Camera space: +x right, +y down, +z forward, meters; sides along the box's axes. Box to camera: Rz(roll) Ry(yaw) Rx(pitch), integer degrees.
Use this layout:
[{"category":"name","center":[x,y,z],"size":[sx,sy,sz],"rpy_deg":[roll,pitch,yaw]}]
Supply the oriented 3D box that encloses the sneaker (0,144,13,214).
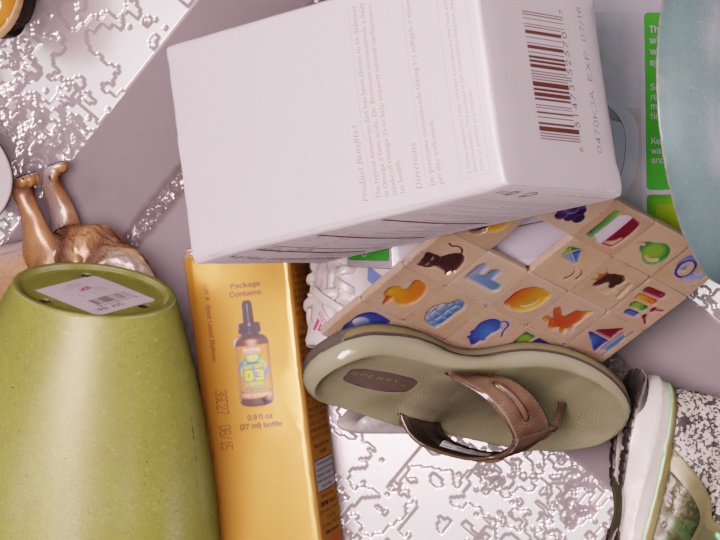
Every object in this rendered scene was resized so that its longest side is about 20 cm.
[{"category":"sneaker","center":[-0.290,-0.104,1.564],"size":[0.076,0.115,0.201],"rpy_deg":[-44,80,20]}]

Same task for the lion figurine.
[{"category":"lion figurine","center":[-0.215,0.009,1.646],"size":[0.200,0.072,0.123],"rpy_deg":[-14,97,21]}]

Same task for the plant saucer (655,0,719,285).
[{"category":"plant saucer","center":[0.214,-0.092,1.516],"size":[0.036,0.200,0.200],"rpy_deg":[-3,91,26]}]

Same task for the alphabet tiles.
[{"category":"alphabet tiles","center":[0.081,0.023,1.525],"size":[0.200,0.167,0.008],"rpy_deg":[-40,45,27]}]

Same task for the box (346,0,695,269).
[{"category":"box","center":[0.096,-0.090,1.553],"size":[0.200,0.097,0.177],"rpy_deg":[0,91,-17]}]

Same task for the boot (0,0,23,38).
[{"category":"boot","center":[-0.273,-0.224,1.540],"size":[0.071,0.144,0.201],"rpy_deg":[-35,62,23]}]

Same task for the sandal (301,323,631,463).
[{"category":"sandal","center":[0.060,0.079,1.533],"size":[0.201,0.057,0.080],"rpy_deg":[9,135,-27]}]

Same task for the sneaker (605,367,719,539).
[{"category":"sneaker","center":[0.189,0.159,1.593],"size":[0.088,0.077,0.200],"rpy_deg":[4,95,-3]}]

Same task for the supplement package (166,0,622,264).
[{"category":"supplement package","center":[0.016,-0.077,1.407],"size":[0.200,0.117,0.117],"rpy_deg":[-12,83,35]}]

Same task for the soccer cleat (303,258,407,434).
[{"category":"soccer cleat","center":[0.000,0.000,1.597],"size":[0.086,0.070,0.200],"rpy_deg":[-16,90,-32]}]

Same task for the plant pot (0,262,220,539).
[{"category":"plant pot","center":[-0.159,0.104,1.551],"size":[0.187,0.187,0.200],"rpy_deg":[10,108,7]}]

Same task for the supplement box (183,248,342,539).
[{"category":"supplement box","center":[-0.056,0.081,1.620],"size":[0.066,0.069,0.200],"rpy_deg":[-6,92,12]}]

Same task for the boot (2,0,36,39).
[{"category":"boot","center":[-0.152,-0.236,1.599],"size":[0.174,0.069,0.200],"rpy_deg":[2,90,27]}]
